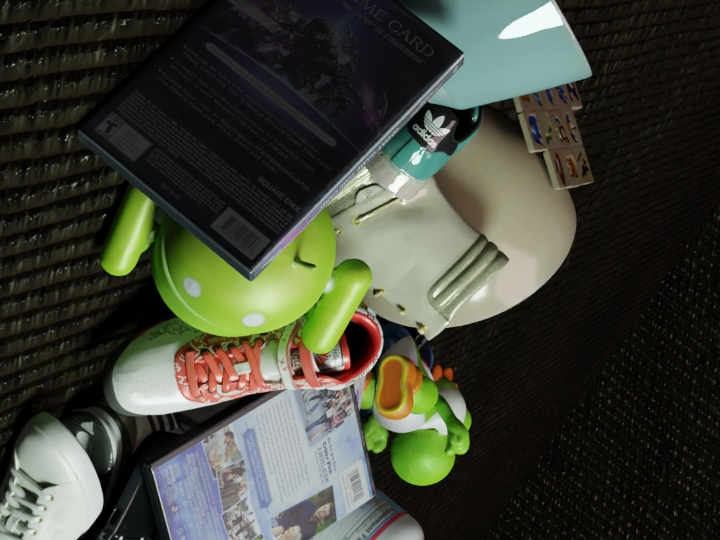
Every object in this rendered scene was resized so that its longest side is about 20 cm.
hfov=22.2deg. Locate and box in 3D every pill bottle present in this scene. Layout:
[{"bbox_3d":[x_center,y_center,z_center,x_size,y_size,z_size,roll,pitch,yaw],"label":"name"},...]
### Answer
[{"bbox_3d":[-0.019,0.226,1.547,0.109,0.200,0.109,-47,164,-18],"label":"pill bottle"}]

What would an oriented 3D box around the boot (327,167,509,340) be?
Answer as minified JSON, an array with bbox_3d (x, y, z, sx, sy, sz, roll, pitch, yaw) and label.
[{"bbox_3d":[0.000,0.000,1.439,0.200,0.155,0.072,-39,-171,21],"label":"boot"}]

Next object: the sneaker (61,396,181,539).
[{"bbox_3d":[-0.194,0.168,1.465,0.115,0.076,0.201,-32,153,-47],"label":"sneaker"}]

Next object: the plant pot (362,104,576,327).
[{"bbox_3d":[0.067,-0.071,1.522,0.200,0.200,0.135,-45,134,-24],"label":"plant pot"}]

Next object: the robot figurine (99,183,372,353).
[{"bbox_3d":[-0.081,-0.014,1.246,0.116,0.175,0.200,-67,-171,-7],"label":"robot figurine"}]

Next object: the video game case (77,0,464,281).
[{"bbox_3d":[-0.053,-0.107,1.127,0.200,0.143,0.019,-46,166,-20],"label":"video game case"}]

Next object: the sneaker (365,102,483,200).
[{"bbox_3d":[0.059,-0.119,1.360,0.080,0.071,0.200,-43,-170,24],"label":"sneaker"}]

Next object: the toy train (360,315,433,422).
[{"bbox_3d":[-0.018,0.102,1.747,0.200,0.114,0.087,-52,154,1],"label":"toy train"}]

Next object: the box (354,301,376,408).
[{"bbox_3d":[-0.009,0.040,1.585,0.039,0.041,0.200,82,16,-52],"label":"box"}]

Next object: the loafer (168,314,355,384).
[{"bbox_3d":[-0.091,0.069,1.454,0.200,0.063,0.072,15,71,-44],"label":"loafer"}]

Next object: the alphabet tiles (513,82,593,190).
[{"bbox_3d":[0.151,-0.166,1.540,0.008,0.201,0.167,-17,179,24],"label":"alphabet tiles"}]

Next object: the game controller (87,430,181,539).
[{"bbox_3d":[-0.186,0.216,1.409,0.200,0.042,0.104,-63,154,-2],"label":"game controller"}]

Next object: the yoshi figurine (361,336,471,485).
[{"bbox_3d":[0.043,0.142,1.662,0.112,0.113,0.200,-40,151,11],"label":"yoshi figurine"}]

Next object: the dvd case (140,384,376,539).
[{"bbox_3d":[-0.075,0.161,1.429,0.200,0.018,0.143,-30,120,-33],"label":"dvd case"}]

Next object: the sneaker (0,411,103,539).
[{"bbox_3d":[-0.245,0.190,1.360,0.085,0.073,0.200,-38,154,-38],"label":"sneaker"}]

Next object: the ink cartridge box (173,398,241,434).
[{"bbox_3d":[-0.124,0.134,1.574,0.200,0.083,0.147,-51,165,-4],"label":"ink cartridge box"}]

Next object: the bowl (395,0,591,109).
[{"bbox_3d":[0.059,-0.187,1.232,0.105,0.201,0.201,-33,165,5],"label":"bowl"}]

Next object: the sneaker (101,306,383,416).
[{"bbox_3d":[-0.080,0.062,1.338,0.201,0.067,0.108,-11,-174,-35],"label":"sneaker"}]
